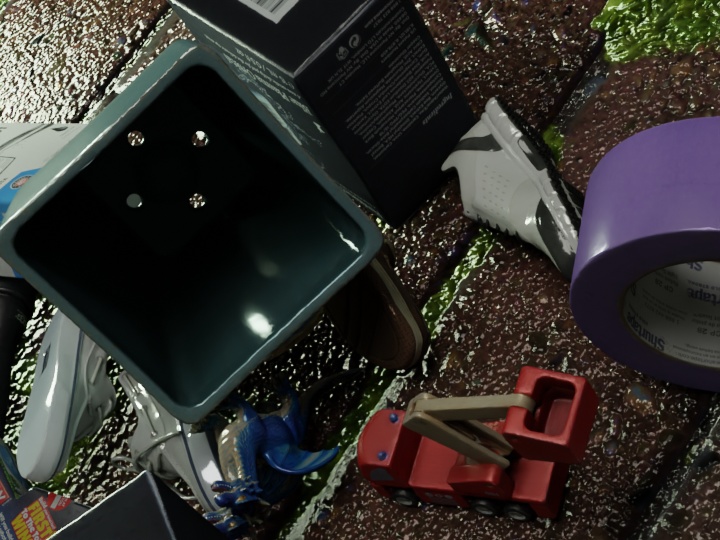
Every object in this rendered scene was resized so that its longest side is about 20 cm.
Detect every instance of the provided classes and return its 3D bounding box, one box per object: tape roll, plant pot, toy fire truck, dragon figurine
[{"bbox_3d":[0.236,-0.004,0.953,0.199,0.200,0.085,-4,55,28],"label":"tape roll"},{"bbox_3d":[-0.133,-0.048,1.099,0.196,0.196,0.200,-43,22,3],"label":"plant pot"},{"bbox_3d":[0.074,0.115,1.001,0.199,0.141,0.049,3,59,31],"label":"toy fire truck"},{"bbox_3d":[-0.057,0.133,1.094,0.059,0.199,0.100,-46,69,34],"label":"dragon figurine"}]

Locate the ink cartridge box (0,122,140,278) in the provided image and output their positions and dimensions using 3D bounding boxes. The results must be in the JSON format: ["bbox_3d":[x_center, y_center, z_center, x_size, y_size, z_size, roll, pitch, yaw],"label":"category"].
[{"bbox_3d":[-0.321,-0.067,1.373,0.199,0.086,0.147,6,36,31],"label":"ink cartridge box"}]

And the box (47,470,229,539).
[{"bbox_3d":[-0.151,0.267,0.976,0.199,0.197,0.118,-34,46,4],"label":"box"}]

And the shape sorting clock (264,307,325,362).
[{"bbox_3d":[-0.122,0.014,1.220,0.198,0.039,0.201,-1,37,1],"label":"shape sorting clock"}]

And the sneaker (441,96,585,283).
[{"bbox_3d":[0.128,-0.046,1.147,0.080,0.074,0.200,-44,41,15],"label":"sneaker"}]

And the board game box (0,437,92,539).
[{"bbox_3d":[-0.294,0.225,1.185,0.199,0.062,0.200,-36,49,-2],"label":"board game box"}]

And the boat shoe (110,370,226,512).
[{"bbox_3d":[-0.151,0.136,1.164,0.086,0.075,0.202,-36,45,2],"label":"boat shoe"}]

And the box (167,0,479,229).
[{"bbox_3d":[-0.027,-0.167,1.225,0.117,0.200,0.196,-46,47,-8],"label":"box"}]

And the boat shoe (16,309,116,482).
[{"bbox_3d":[-0.229,0.099,1.215,0.074,0.065,0.201,-52,23,32],"label":"boat shoe"}]

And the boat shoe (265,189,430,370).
[{"bbox_3d":[0.002,-0.005,1.176,0.074,0.075,0.203,-14,49,-36],"label":"boat shoe"}]

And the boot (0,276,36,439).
[{"bbox_3d":[-0.391,0.091,1.334,0.199,0.077,0.169,-7,51,19],"label":"boot"}]
